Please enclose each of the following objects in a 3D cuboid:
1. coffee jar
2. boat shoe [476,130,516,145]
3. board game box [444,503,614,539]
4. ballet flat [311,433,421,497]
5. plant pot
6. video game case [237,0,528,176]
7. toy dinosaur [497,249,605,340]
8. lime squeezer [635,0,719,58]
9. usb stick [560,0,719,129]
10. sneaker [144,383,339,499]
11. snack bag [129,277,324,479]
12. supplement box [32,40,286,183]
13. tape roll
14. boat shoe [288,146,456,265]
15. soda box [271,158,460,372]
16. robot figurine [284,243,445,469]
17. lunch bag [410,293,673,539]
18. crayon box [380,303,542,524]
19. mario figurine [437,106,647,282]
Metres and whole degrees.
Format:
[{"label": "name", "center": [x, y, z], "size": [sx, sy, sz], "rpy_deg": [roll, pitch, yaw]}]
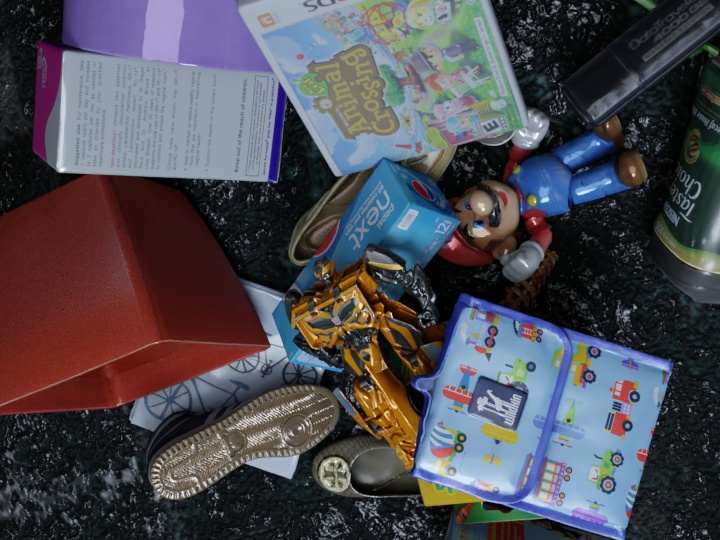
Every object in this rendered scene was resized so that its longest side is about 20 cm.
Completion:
[{"label": "coffee jar", "center": [0.316, -0.075, 0.814], "size": [0.085, 0.104, 0.201], "rpy_deg": [3, 119, -11]}, {"label": "boat shoe", "center": [0.068, -0.197, 0.839], "size": [0.067, 0.057, 0.201], "rpy_deg": [-34, 82, 17]}, {"label": "board game box", "center": [0.174, 0.312, 0.900], "size": [0.195, 0.200, 0.056], "rpy_deg": [14, 107, 5]}, {"label": "ballet flat", "center": [0.046, 0.208, 0.971], "size": [0.199, 0.046, 0.068], "rpy_deg": [2, 103, 8]}, {"label": "plant pot", "center": [-0.233, 0.019, 0.885], "size": [0.199, 0.200, 0.177], "rpy_deg": [-22, 77, 18]}, {"label": "video game case", "center": [0.025, -0.167, 0.765], "size": [0.181, 0.022, 0.200], "rpy_deg": [-13, 140, 17]}, {"label": "toy dinosaur", "center": [0.154, 0.085, 0.906], "size": [0.135, 0.102, 0.201], "rpy_deg": [20, 129, 20]}, {"label": "lime squeezer", "center": [0.289, -0.185, 0.850], "size": [0.070, 0.038, 0.201], "rpy_deg": [-16, 104, 45]}, {"label": "usb stick", "center": [0.262, -0.200, 0.810], "size": [0.200, 0.033, 0.056], "rpy_deg": [-39, 67, 12]}, {"label": "sneaker", "center": [-0.126, 0.162, 0.959], "size": [0.199, 0.108, 0.070], "rpy_deg": [-21, 97, -21]}, {"label": "snack bag", "center": [-0.132, 0.099, 0.985], "size": [0.188, 0.021, 0.201], "rpy_deg": [18, 103, 3]}, {"label": "supplement box", "center": [-0.178, -0.139, 0.839], "size": [0.199, 0.101, 0.104], "rpy_deg": [-2, 107, -31]}, {"label": "tape roll", "center": [-0.151, -0.226, 0.813], "size": [0.199, 0.200, 0.085], "rpy_deg": [10, 105, 6]}, {"label": "boat shoe", "center": [0.013, -0.073, 0.898], "size": [0.073, 0.063, 0.200], "rpy_deg": [45, 106, -4]}, {"label": "soda box", "center": [0.000, 0.000, 0.872], "size": [0.064, 0.068, 0.200], "rpy_deg": [16, 123, -37]}, {"label": "robot figurine", "center": [0.022, 0.073, 0.817], "size": [0.145, 0.058, 0.200], "rpy_deg": [-30, 108, 29]}, {"label": "lunch bag", "center": [0.133, 0.115, 0.781], "size": [0.199, 0.094, 0.151], "rpy_deg": [19, 85, -14]}, {"label": "crayon box", "center": [0.103, 0.144, 0.886], "size": [0.127, 0.051, 0.201], "rpy_deg": [-18, 86, 40]}, {"label": "mario figurine", "center": [0.151, -0.071, 0.850], "size": [0.199, 0.124, 0.106], "rpy_deg": [-29, 119, 9]}]
